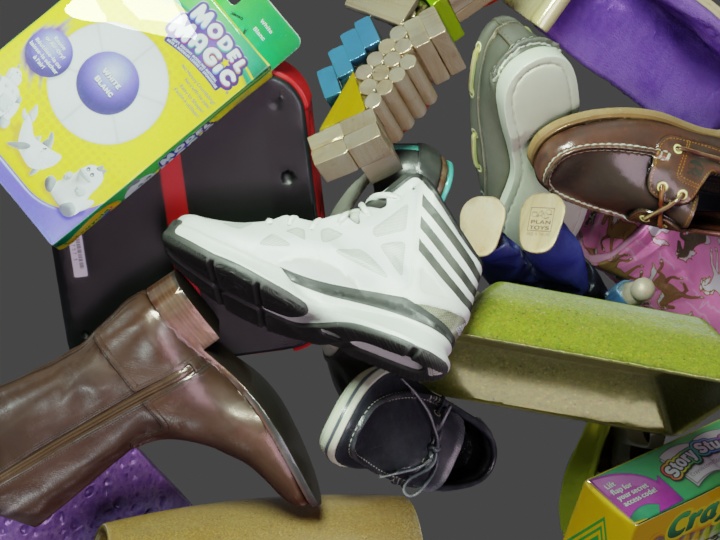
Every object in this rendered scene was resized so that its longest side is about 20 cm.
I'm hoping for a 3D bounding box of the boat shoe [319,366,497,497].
[{"bbox_3d":[0.036,0.111,1.680,0.075,0.062,0.200,-63,152,2],"label":"boat shoe"}]

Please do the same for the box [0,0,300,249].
[{"bbox_3d":[-0.145,-0.119,1.531,0.200,0.048,0.117,-40,89,-3],"label":"box"}]

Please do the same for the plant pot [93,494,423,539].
[{"bbox_3d":[-0.079,0.227,1.651,0.200,0.186,0.187,10,109,-16],"label":"plant pot"}]

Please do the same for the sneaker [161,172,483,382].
[{"bbox_3d":[-0.017,-0.016,1.571,0.076,0.200,0.115,85,29,-66],"label":"sneaker"}]

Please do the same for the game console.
[{"bbox_3d":[-0.111,-0.034,1.602,0.177,0.031,0.200,-7,112,0],"label":"game console"}]

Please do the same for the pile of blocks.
[{"bbox_3d":[0.027,-0.137,1.602,0.200,0.082,0.062,-55,149,-13],"label":"pile of blocks"}]

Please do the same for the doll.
[{"bbox_3d":[0.131,0.009,1.687,0.136,0.049,0.200,-2,157,17],"label":"doll"}]

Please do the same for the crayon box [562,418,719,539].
[{"bbox_3d":[0.224,0.195,1.790,0.200,0.058,0.173,-20,141,-37],"label":"crayon box"}]

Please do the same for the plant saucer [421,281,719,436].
[{"bbox_3d":[0.142,0.056,1.664,0.200,0.200,0.048,10,76,-5],"label":"plant saucer"}]

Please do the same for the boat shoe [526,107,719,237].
[{"bbox_3d":[0.208,-0.059,1.641,0.200,0.070,0.070,2,137,-22],"label":"boat shoe"}]

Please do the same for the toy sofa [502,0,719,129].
[{"bbox_3d":[0.200,-0.149,1.662,0.200,0.098,0.083,33,98,-32],"label":"toy sofa"}]

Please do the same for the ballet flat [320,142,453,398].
[{"bbox_3d":[0.000,0.000,1.666,0.068,0.068,0.200,14,113,-12],"label":"ballet flat"}]

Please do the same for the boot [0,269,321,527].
[{"bbox_3d":[-0.150,0.123,1.612,0.200,0.064,0.187,-34,97,7],"label":"boot"}]

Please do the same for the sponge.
[{"bbox_3d":[-0.164,0.186,1.704,0.112,0.030,0.200,-41,121,-2],"label":"sponge"}]

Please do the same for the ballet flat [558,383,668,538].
[{"bbox_3d":[0.193,0.126,1.803,0.067,0.067,0.200,4,112,-27],"label":"ballet flat"}]

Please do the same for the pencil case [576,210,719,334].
[{"bbox_3d":[0.239,0.000,1.757,0.200,0.087,0.083,33,122,-32],"label":"pencil case"}]

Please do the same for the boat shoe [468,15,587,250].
[{"bbox_3d":[0.109,-0.082,1.670,0.072,0.060,0.202,-23,139,-15],"label":"boat shoe"}]
